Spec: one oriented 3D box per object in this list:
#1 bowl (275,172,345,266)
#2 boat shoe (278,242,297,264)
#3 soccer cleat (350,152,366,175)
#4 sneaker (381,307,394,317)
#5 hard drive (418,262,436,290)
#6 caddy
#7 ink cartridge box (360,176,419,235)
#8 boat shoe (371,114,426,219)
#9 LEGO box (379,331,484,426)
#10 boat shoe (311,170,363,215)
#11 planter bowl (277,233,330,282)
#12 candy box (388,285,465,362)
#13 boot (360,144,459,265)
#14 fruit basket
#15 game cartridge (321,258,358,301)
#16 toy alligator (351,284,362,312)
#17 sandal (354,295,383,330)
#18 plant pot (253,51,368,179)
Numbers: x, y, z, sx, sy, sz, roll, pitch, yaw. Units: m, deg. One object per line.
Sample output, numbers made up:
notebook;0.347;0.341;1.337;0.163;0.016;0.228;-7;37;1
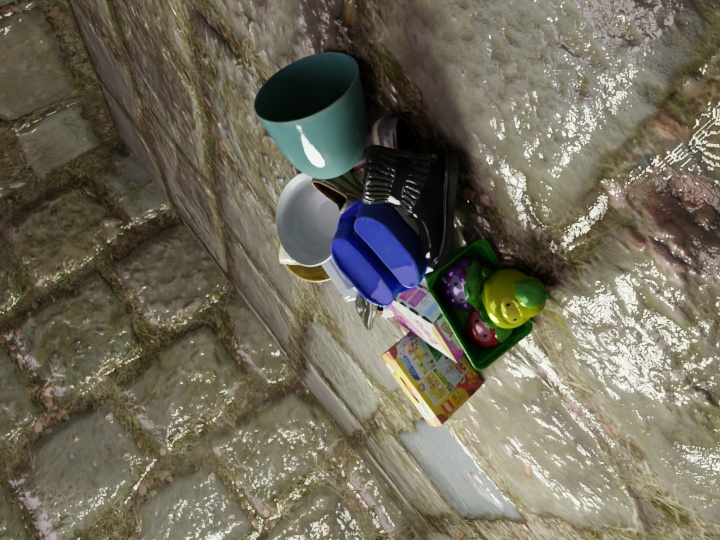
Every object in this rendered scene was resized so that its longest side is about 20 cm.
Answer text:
bowl;-0.087;-0.114;1.251;0.197;0.090;0.207;3;95;34
boat shoe;-0.158;-0.108;1.407;0.067;0.074;0.204;11;117;3
soccer cleat;-0.047;-0.241;1.195;0.199;0.068;0.087;16;131;60
sneaker;0.053;0.051;1.398;0.199;0.077;0.101;11;129;60
hard drive;0.155;0.036;1.163;0.131;0.026;0.201;29;159;48
caddy;0.037;-0.036;1.053;0.141;0.105;0.201;-37;101;27
ink cartridge box;0.072;-0.114;1.166;0.202;0.037;0.095;54;159;6
boat shoe;0.085;-0.176;0.998;0.203;0.074;0.073;61;158;-17
LEGO box;0.165;0.231;1.319;0.201;0.148;0.077;52;159;4
boat shoe;-0.016;-0.135;1.132;0.199;0.074;0.076;39;154;-4
planter bowl;-0.113;-0.079;1.487;0.203;0.198;0.084;58;-164;-10
candy box;0.135;0.096;1.213;0.199;0.061;0.137;30;160;51
boot;0.076;-0.107;0.955;0.080;0.153;0.216;-100;10;-61
fruit basket;0.221;0.058;0.975;0.218;0.154;0.216;54;175;8
game cartridge;-0.030;-0.032;1.348;0.131;0.041;0.202;-23;109;30
toy alligator;0.000;0.000;1.241;0.060;0.053;0.203;56;-166;-49
sandal;0.027;0.075;1.337;0.202;0.053;0.083;99;149;-54
plant pot;-0.074;-0.271;1.045;0.199;0.200;0.162;35;159;40
